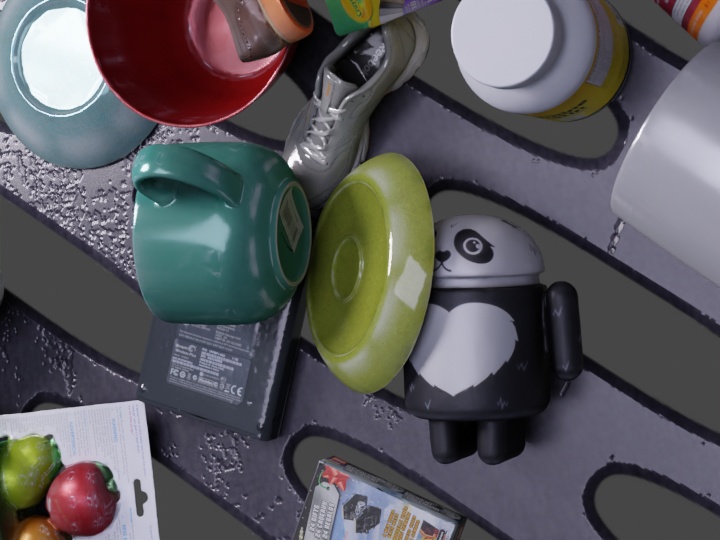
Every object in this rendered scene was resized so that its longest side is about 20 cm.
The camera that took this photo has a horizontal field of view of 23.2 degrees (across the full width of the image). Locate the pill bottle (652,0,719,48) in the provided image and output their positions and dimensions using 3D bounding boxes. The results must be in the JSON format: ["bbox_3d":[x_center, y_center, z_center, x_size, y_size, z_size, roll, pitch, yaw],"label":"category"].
[{"bbox_3d":[0.242,-0.277,1.371,0.200,0.113,0.113,45,106,14],"label":"pill bottle"}]

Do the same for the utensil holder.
[{"bbox_3d":[0.314,-0.057,1.324,0.199,0.170,0.171,36,104,20],"label":"utensil holder"}]

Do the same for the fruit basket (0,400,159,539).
[{"bbox_3d":[-0.282,0.220,1.624,0.198,0.094,0.187,-7,90,6],"label":"fruit basket"}]

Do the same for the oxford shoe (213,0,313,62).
[{"bbox_3d":[-0.113,-0.265,1.422,0.073,0.071,0.202,-28,82,25],"label":"oxford shoe"}]

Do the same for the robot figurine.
[{"bbox_3d":[0.093,0.055,1.434,0.149,0.125,0.202,-2,92,-15],"label":"robot figurine"}]

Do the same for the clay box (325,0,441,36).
[{"bbox_3d":[0.053,-0.277,1.414,0.198,0.048,0.116,-21,118,-5],"label":"clay box"}]

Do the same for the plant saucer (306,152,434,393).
[{"bbox_3d":[0.000,0.000,1.453,0.200,0.031,0.202,-30,56,58],"label":"plant saucer"}]

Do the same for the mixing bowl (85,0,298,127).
[{"bbox_3d":[-0.126,-0.223,1.522,0.198,0.108,0.203,1,93,22],"label":"mixing bowl"}]

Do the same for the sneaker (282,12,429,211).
[{"bbox_3d":[-0.022,-0.140,1.492,0.075,0.092,0.201,34,104,16],"label":"sneaker"}]

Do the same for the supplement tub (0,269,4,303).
[{"bbox_3d":[-0.448,0.038,1.639,0.200,0.145,0.146,-38,78,18],"label":"supplement tub"}]

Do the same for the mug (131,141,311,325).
[{"bbox_3d":[-0.112,-0.030,1.447,0.113,0.185,0.154,1,96,17],"label":"mug"}]

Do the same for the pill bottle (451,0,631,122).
[{"bbox_3d":[0.139,-0.176,1.369,0.111,0.200,0.113,1,92,22],"label":"pill bottle"}]

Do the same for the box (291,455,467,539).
[{"bbox_3d":[-0.004,0.281,1.528,0.136,0.040,0.202,23,100,18],"label":"box"}]

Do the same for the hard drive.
[{"bbox_3d":[-0.118,0.036,1.568,0.138,0.033,0.202,16,98,20],"label":"hard drive"}]

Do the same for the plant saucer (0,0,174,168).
[{"bbox_3d":[-0.266,-0.195,1.615,0.199,0.039,0.203,1,92,21],"label":"plant saucer"}]
